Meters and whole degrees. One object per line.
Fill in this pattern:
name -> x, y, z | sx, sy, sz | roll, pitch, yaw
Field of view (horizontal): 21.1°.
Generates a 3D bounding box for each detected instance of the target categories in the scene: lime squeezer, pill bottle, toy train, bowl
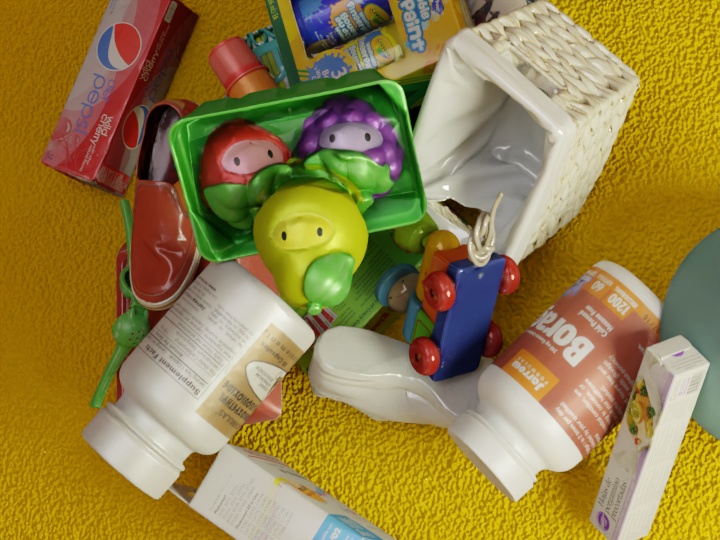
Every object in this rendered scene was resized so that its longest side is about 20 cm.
lime squeezer -> -0.217, 0.031, 1.812 | 0.038, 0.071, 0.201 | 9, 84, -19
pill bottle -> -0.143, 0.095, 1.673 | 0.114, 0.114, 0.200 | 39, 85, 24
toy train -> 0.072, -0.015, 1.644 | 0.116, 0.084, 0.201 | 47, 138, 39
bowl -> 0.352, 0.051, 1.548 | 0.200, 0.105, 0.202 | 0, 88, -9
pill bottle -> 0.173, 0.096, 1.629 | 0.200, 0.112, 0.112 | -43, 66, -7

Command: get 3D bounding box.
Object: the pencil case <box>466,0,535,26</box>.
pencil case -> 0.121, -0.250, 1.764 | 0.089, 0.078, 0.201 | -17, 72, 33

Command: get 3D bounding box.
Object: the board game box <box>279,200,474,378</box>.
board game box -> 0.000, 0.000, 1.773 | 0.200, 0.048, 0.102 | -48, 67, 6

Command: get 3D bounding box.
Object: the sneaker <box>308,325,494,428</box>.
sneaker -> 0.051, 0.110, 1.721 | 0.199, 0.089, 0.075 | 18, 52, 1

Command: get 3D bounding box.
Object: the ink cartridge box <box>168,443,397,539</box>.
ink cartridge box -> -0.071, 0.216, 1.716 | 0.200, 0.115, 0.068 | 31, 90, 24

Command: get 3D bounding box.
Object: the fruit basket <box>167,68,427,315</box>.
fruit basket -> -0.049, -0.067, 1.602 | 0.215, 0.216, 0.156 | -2, 119, 21

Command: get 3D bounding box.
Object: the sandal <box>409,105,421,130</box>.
sandal -> 0.057, -0.197, 1.791 | 0.082, 0.054, 0.200 | -58, 46, 46

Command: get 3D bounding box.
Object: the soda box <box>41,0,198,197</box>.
soda box -> -0.236, -0.179, 1.896 | 0.070, 0.063, 0.201 | 21, 86, 24

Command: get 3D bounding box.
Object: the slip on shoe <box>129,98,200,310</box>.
slip on shoe -> -0.182, -0.064, 1.774 | 0.074, 0.061, 0.201 | 4, 81, 25

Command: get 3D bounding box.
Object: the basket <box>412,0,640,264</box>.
basket -> 0.134, -0.115, 1.654 | 0.136, 0.200, 0.123 | 43, 52, 19

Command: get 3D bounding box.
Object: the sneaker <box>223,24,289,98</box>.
sneaker -> -0.084, -0.198, 1.819 | 0.080, 0.078, 0.200 | 33, 91, -10

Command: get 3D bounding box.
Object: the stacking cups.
stacking cups -> -0.069, -0.127, 1.759 | 0.060, 0.060, 0.200 | -35, 73, 11

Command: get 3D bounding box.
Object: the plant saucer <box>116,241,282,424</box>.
plant saucer -> -0.161, 0.049, 1.801 | 0.199, 0.037, 0.201 | -12, 73, 37

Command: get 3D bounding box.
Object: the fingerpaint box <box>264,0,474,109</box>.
fingerpaint box -> 0.005, -0.241, 1.730 | 0.166, 0.073, 0.201 | -22, 70, 16

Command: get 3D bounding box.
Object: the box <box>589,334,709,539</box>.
box -> 0.236, 0.142, 1.585 | 0.039, 0.041, 0.201 | 48, 141, 38
